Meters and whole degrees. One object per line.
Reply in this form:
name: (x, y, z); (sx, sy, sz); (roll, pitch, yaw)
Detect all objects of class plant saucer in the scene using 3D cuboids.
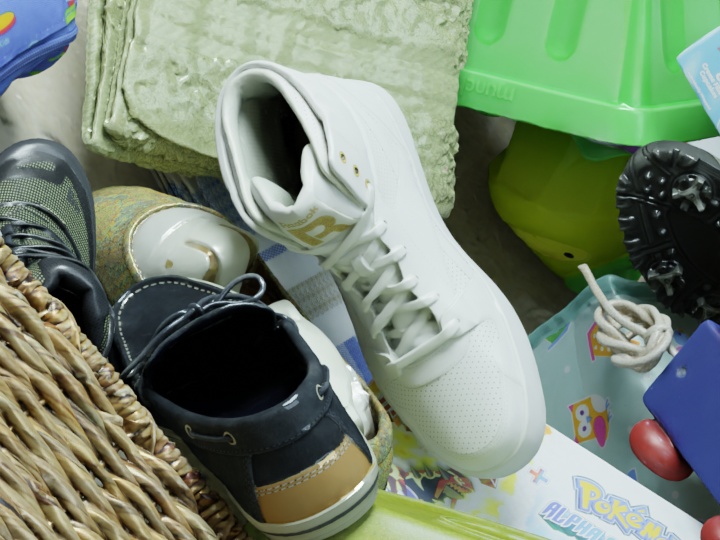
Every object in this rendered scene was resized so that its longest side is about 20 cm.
plant saucer: (0.053, 0.118, 1.056); (0.200, 0.200, 0.031); (17, 90, -39)

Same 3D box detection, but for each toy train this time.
toy train: (0.186, 0.069, 1.253); (0.116, 0.085, 0.200); (25, 21, -38)

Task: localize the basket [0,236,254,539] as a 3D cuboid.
basket: (-0.149, 0.116, 0.984); (0.200, 0.143, 0.149); (50, 36, -8)

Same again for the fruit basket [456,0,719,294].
fruit basket: (0.099, -0.078, 1.373); (0.156, 0.216, 0.216); (-11, 73, -49)

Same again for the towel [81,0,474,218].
towel: (-0.036, -0.105, 1.258); (0.200, 0.036, 0.148); (12, 79, -29)

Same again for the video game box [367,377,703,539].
video game box: (0.056, 0.146, 1.179); (0.200, 0.047, 0.182); (32, 48, 5)

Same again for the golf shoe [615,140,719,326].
golf shoe: (0.194, -0.014, 1.314); (0.200, 0.078, 0.094); (38, 35, -31)

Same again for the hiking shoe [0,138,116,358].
hiking shoe: (-0.129, 0.017, 1.103); (0.076, 0.101, 0.200); (33, 45, -28)

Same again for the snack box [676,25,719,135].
snack box: (0.232, -0.030, 1.271); (0.200, 0.037, 0.116); (60, 30, 6)

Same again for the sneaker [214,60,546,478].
sneaker: (0.000, 0.000, 1.156); (0.116, 0.074, 0.200); (11, 47, -61)

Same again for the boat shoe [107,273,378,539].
boat shoe: (-0.054, 0.038, 1.056); (0.200, 0.075, 0.062); (43, -20, 59)

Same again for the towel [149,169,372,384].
towel: (-0.027, -0.020, 1.297); (0.147, 0.024, 0.200); (-30, 88, -51)

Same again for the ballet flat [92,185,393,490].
ballet flat: (-0.051, 0.022, 1.165); (0.071, 0.071, 0.200); (-11, 55, -49)

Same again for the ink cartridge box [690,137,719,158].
ink cartridge box: (0.179, -0.102, 1.549); (0.162, 0.050, 0.200); (47, 43, -13)

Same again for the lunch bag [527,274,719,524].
lunch bag: (0.187, 0.099, 1.367); (0.200, 0.122, 0.170); (5, 60, -38)

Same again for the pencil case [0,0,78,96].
pencil case: (-0.191, -0.080, 1.120); (0.087, 0.078, 0.200); (28, 39, 11)
